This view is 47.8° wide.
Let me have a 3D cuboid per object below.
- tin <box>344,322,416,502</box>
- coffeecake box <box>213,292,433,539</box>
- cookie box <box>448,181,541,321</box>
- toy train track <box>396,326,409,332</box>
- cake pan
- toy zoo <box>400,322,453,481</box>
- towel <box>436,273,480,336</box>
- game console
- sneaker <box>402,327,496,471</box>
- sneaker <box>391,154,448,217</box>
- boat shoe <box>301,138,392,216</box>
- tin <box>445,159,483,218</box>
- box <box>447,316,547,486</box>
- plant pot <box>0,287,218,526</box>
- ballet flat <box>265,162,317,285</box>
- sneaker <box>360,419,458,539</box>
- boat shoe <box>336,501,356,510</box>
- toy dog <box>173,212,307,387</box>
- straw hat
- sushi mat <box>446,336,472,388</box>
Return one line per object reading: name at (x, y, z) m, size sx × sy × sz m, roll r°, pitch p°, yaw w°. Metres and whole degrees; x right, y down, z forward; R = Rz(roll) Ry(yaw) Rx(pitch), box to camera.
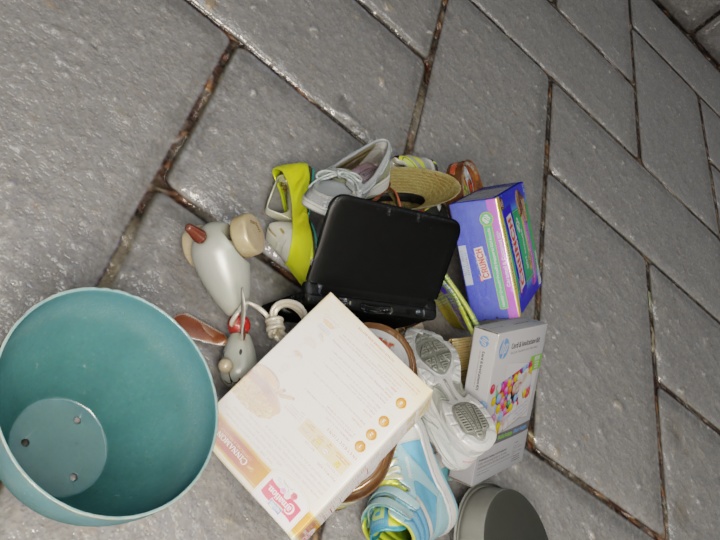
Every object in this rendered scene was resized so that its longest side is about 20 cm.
tin at (-0.004, 0.154, 0.906) m, size 0.110 × 0.042 × 0.203 m, roll 18°, pitch 68°, yaw 7°
coffeecake box at (-0.046, 0.152, 0.841) m, size 0.153 × 0.073 × 0.200 m, roll 42°, pitch 75°, yaw 18°
cookie box at (0.205, -0.033, 1.204) m, size 0.200 × 0.074 × 0.174 m, roll -30°, pitch 109°, yaw -65°
toy train track at (0.031, 0.023, 1.146) m, size 0.114 × 0.032 × 0.202 m, roll -18°, pitch 76°, yaw -49°
cake pan at (0.188, 0.368, 1.028) m, size 0.199 × 0.036 × 0.203 m, roll 30°, pitch 49°, yaw -41°
toy zoo at (0.077, 0.183, 1.072) m, size 0.130 × 0.020 × 0.203 m, roll -22°, pitch 89°, yaw -48°
towel at (0.114, 0.030, 1.140) m, size 0.145 × 0.023 × 0.200 m, roll 56°, pitch -2°, yaw -2°
game console at (0.000, 0.000, 0.999) m, size 0.197 × 0.175 × 0.119 m, roll 10°, pitch 73°, yaw -35°
sneaker at (0.090, 0.164, 1.026) m, size 0.077 × 0.100 × 0.202 m, roll 1°, pitch 45°, yaw -28°
sneaker at (0.084, -0.096, 1.261) m, size 0.075 × 0.076 × 0.202 m, roll 12°, pitch 47°, yaw -24°
boat shoe at (-0.013, -0.122, 1.072) m, size 0.074 × 0.066 × 0.201 m, roll 25°, pitch 30°, yaw 20°
tin at (0.179, -0.079, 1.296) m, size 0.113 × 0.041 × 0.202 m, roll -70°, pitch 144°, yaw -53°
box at (0.186, 0.170, 1.086) m, size 0.155 × 0.041 × 0.204 m, roll -2°, pitch 103°, yaw -54°
plant pot at (-0.245, 0.135, 0.722) m, size 0.198 × 0.134 × 0.203 m, roll 24°, pitch 49°, yaw -31°
ballet flat at (-0.093, -0.062, 1.072) m, size 0.066 × 0.067 × 0.203 m, roll 7°, pitch 53°, yaw -15°
sneaker at (0.033, 0.240, 0.956) m, size 0.130 × 0.079 × 0.202 m, roll -20°, pitch 78°, yaw -55°
boat shoe at (-0.032, 0.173, 0.957) m, size 0.072 × 0.063 × 0.204 m, roll 13°, pitch 55°, yaw -37°
toy dog at (-0.156, 0.022, 0.910) m, size 0.202 × 0.131 × 0.096 m, roll 60°, pitch 18°, yaw 22°
straw hat at (0.046, -0.081, 1.176) m, size 0.200 × 0.198 × 0.087 m, roll -33°, pitch 129°, yaw -50°
sushi mat at (0.168, 0.138, 1.151) m, size 0.199 × 0.012 × 0.098 m, roll 1°, pitch 94°, yaw -57°
